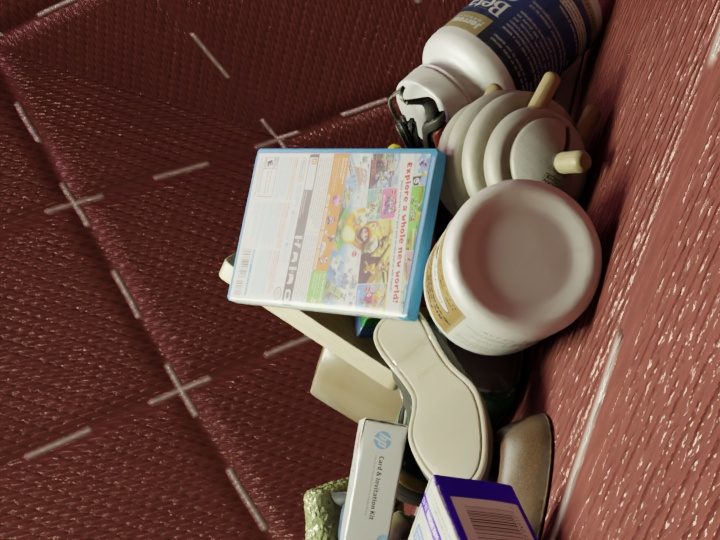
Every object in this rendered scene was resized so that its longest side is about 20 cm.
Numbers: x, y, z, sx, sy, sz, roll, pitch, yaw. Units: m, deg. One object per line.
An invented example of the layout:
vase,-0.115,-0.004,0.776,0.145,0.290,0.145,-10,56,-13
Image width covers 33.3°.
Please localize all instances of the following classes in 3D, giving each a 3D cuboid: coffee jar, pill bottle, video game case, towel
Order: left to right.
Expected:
video game case,-0.024,-0.035,1.043,0.018,0.199,0.144,23,-105,-52
towel,0.000,0.296,1.313,0.200,0.036,0.150,7,-102,-60
coffee jar,0.082,0.131,1.106,0.201,0.085,0.105,109,175,-46
pill bottle,0.130,-0.206,1.160,0.200,0.111,0.111,-43,-10,-20
pill bottle,0.108,0.007,0.935,0.200,0.114,0.115,111,176,-79

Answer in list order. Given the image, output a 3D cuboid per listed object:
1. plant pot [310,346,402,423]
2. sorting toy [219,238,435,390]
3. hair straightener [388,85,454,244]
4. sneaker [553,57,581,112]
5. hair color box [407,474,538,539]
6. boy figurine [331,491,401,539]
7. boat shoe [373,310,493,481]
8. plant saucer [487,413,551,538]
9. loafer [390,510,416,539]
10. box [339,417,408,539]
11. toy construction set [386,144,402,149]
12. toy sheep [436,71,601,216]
plant pot,0.042,0.104,1.326,0.200,0.172,0.201,-163,90,-88
sorting toy,0.000,0.000,1.168,0.199,0.199,0.070,-37,-23,-60
hair straightener,0.058,-0.097,1.139,0.041,0.077,0.201,-55,-38,-26
sneaker,0.148,-0.204,1.268,0.081,0.145,0.201,109,177,-59
hair color box,0.054,0.245,0.767,0.109,0.064,0.201,-113,35,-63
boy figurine,0.012,0.324,1.212,0.064,0.124,0.202,-20,67,58
boat shoe,0.065,0.107,0.945,0.067,0.057,0.200,-32,39,7
plant saucer,0.095,0.199,0.892,0.200,0.032,0.202,-164,90,-90
loafer,0.049,0.266,1.115,0.200,0.069,0.076,114,173,-83
box,0.001,0.228,1.021,0.156,0.041,0.202,101,178,-82
toy construction set,0.098,-0.056,1.261,0.131,0.200,0.093,-24,39,41
toy sheep,0.132,-0.093,1.022,0.200,0.137,0.139,-1,71,69
